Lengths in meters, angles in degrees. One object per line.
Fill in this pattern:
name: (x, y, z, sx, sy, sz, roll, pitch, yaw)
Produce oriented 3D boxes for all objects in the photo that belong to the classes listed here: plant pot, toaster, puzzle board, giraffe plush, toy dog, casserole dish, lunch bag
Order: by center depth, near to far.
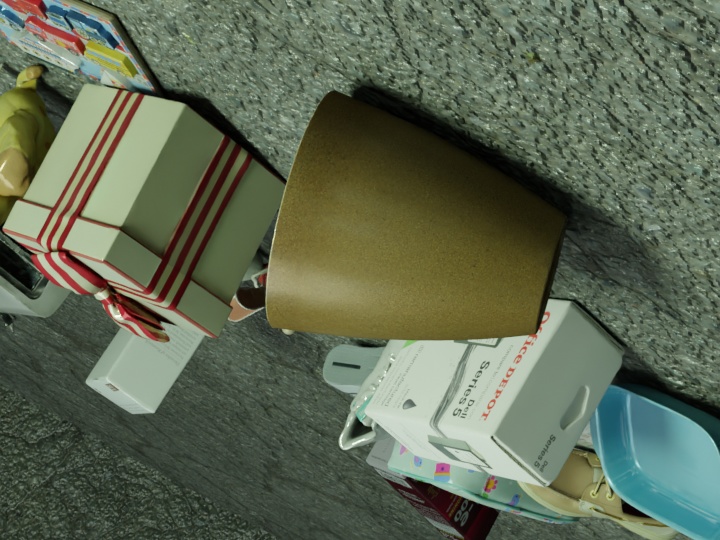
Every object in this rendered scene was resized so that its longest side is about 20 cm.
plant pot: (0.049, -0.021, 1.371, 0.198, 0.188, 0.187, 15, 161, 10)
casserole dish: (0.277, 0.165, 1.603, 0.200, 0.039, 0.122, 23, 127, 56)
puzzle board: (-0.277, -0.216, 1.644, 0.199, 0.017, 0.151, 25, 162, 25)
giraffe plush: (-0.323, -0.092, 1.826, 0.172, 0.201, 0.162, -23, 134, 41)
toy dog: (-0.142, 0.012, 1.922, 0.199, 0.097, 0.132, 29, 164, 9)
lunch bag: (0.135, 0.208, 1.947, 0.199, 0.078, 0.160, 20, 177, -31)
toaster: (-0.385, -0.056, 2.017, 0.118, 0.182, 0.200, 9, 152, 51)

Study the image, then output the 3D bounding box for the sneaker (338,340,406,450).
sneaker: (0.032, 0.120, 1.829, 0.075, 0.088, 0.201, 44, 140, 18)

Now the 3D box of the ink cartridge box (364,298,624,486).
ink cartridge box: (0.117, 0.099, 1.615, 0.084, 0.146, 0.199, 41, 161, -27)

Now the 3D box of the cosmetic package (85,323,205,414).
cosmetic package: (-0.213, 0.060, 2.004, 0.074, 0.201, 0.102, 35, 164, -15)

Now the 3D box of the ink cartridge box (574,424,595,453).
ink cartridge box: (0.190, 0.137, 1.813, 0.198, 0.058, 0.163, 13, 166, -8)

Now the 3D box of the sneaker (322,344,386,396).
sneaker: (0.041, 0.118, 1.977, 0.070, 0.074, 0.199, 19, 178, -35)

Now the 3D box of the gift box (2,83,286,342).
gift box: (-0.206, -0.045, 1.685, 0.199, 0.188, 0.184, 11, 161, 49)

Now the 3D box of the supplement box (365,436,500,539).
supplement box: (0.098, 0.230, 2.103, 0.061, 0.109, 0.200, 16, 159, 41)

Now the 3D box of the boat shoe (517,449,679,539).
boat shoe: (0.254, 0.217, 1.834, 0.199, 0.075, 0.066, 18, 152, -17)
